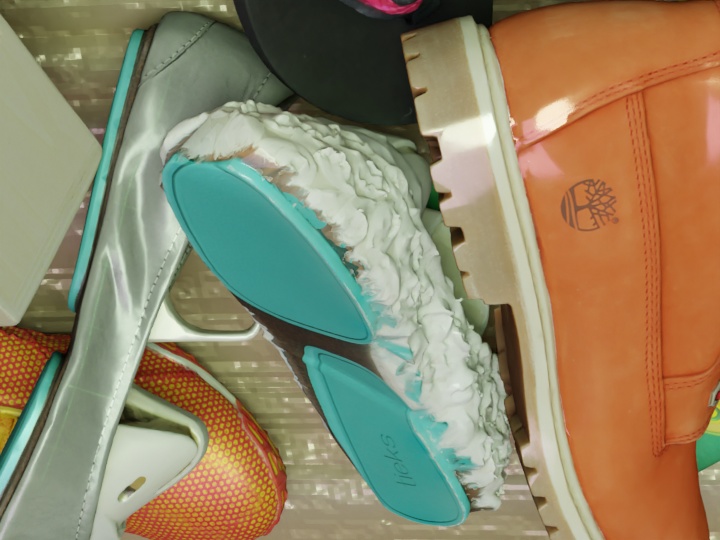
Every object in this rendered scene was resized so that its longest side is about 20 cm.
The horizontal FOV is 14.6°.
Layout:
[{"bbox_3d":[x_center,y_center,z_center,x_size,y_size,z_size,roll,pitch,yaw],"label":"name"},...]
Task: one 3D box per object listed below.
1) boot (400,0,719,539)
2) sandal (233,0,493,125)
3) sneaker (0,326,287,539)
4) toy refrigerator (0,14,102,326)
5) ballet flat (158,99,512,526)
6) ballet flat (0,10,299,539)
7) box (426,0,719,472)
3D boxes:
[{"bbox_3d":[0.085,0.013,0.755,0.107,0.075,0.201,-15,126,2],"label":"boot"},{"bbox_3d":[0.002,-0.109,0.706,0.045,0.075,0.200,40,153,40],"label":"sandal"},{"bbox_3d":[-0.119,0.046,0.878,0.199,0.077,0.073,21,121,0],"label":"sneaker"},{"bbox_3d":[-0.179,-0.037,0.810,0.199,0.070,0.076,1,144,34],"label":"toy refrigerator"},{"bbox_3d":[0.000,0.000,0.792,0.071,0.072,0.200,-4,146,17],"label":"ballet flat"},{"bbox_3d":[-0.065,0.025,0.816,0.063,0.067,0.201,19,91,-3],"label":"ballet flat"},{"bbox_3d":[0.120,-0.025,0.790,0.200,0.048,0.117,-32,107,30],"label":"box"}]
